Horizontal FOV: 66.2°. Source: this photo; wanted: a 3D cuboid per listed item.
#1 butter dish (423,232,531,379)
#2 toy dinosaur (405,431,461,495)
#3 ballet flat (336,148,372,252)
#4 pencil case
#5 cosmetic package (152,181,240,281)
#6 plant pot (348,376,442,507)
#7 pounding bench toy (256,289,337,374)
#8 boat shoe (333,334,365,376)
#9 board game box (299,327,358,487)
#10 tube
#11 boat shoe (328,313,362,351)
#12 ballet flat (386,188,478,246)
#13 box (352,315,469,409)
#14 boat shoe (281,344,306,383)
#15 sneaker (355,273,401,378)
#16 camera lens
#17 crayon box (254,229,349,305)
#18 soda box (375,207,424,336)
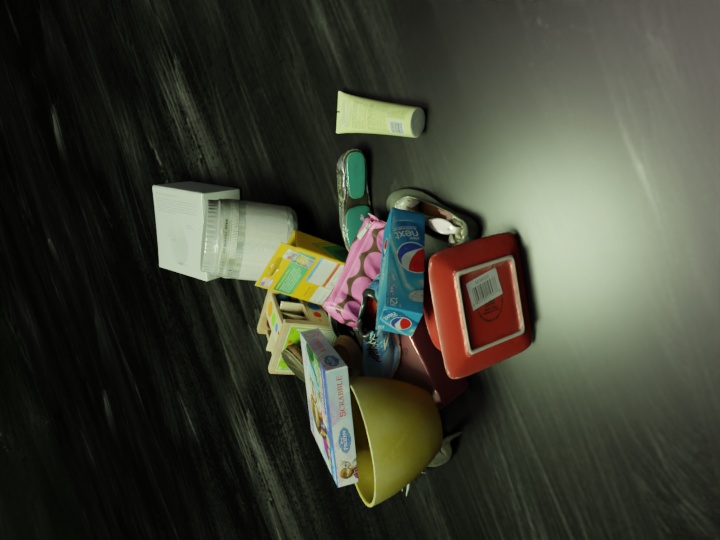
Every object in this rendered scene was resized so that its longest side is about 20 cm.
[{"bbox_3d":[0.172,0.052,0.927,0.147,0.195,0.206,2,105,61],"label":"butter dish"},{"bbox_3d":[0.134,0.354,1.096,0.198,0.077,0.103,-35,98,27],"label":"toy dinosaur"},{"bbox_3d":[-0.015,-0.134,1.086,0.070,0.071,0.207,7,106,36],"label":"ballet flat"},{"bbox_3d":[0.000,0.000,1.026,0.089,0.094,0.205,20,80,25],"label":"pencil case"},{"bbox_3d":[-0.395,-0.104,1.346,0.195,0.122,0.207,13,111,35],"label":"cosmetic package"},{"bbox_3d":[0.055,0.266,0.917,0.200,0.138,0.207,171,90,-75],"label":"plant pot"},{"bbox_3d":[-0.106,0.123,1.188,0.127,0.195,0.157,-68,31,26],"label":"pounding bench toy"},{"bbox_3d":[-0.029,0.229,1.065,0.072,0.062,0.207,1,102,38],"label":"boat shoe"},{"bbox_3d":[-0.058,0.230,0.965,0.199,0.040,0.207,-148,51,-69],"label":"board game box"},{"bbox_3d":[0.028,-0.284,1.019,0.196,0.052,0.059,18,71,37],"label":"tube"},{"bbox_3d":[-0.007,0.141,1.102,0.066,0.073,0.204,31,141,56],"label":"boat shoe"},{"bbox_3d":[0.116,-0.098,0.983,0.197,0.063,0.069,26,112,31],"label":"ballet flat"},{"bbox_3d":[0.094,0.161,1.040,0.127,0.108,0.204,-31,83,39],"label":"box"},{"bbox_3d":[-0.085,0.203,1.114,0.071,0.068,0.202,19,152,47],"label":"boat shoe"},{"bbox_3d":[0.020,0.109,0.957,0.077,0.089,0.207,12,111,33],"label":"sneaker"},{"bbox_3d":[-0.230,-0.062,1.161,0.159,0.194,0.166,-174,90,-71],"label":"camera lens"},{"bbox_3d":[-0.098,-0.001,1.099,0.126,0.196,0.052,-51,35,33],"label":"crayon box"},{"bbox_3d":[0.067,-0.001,0.898,0.062,0.204,0.069,10,143,-6],"label":"soda box"}]
